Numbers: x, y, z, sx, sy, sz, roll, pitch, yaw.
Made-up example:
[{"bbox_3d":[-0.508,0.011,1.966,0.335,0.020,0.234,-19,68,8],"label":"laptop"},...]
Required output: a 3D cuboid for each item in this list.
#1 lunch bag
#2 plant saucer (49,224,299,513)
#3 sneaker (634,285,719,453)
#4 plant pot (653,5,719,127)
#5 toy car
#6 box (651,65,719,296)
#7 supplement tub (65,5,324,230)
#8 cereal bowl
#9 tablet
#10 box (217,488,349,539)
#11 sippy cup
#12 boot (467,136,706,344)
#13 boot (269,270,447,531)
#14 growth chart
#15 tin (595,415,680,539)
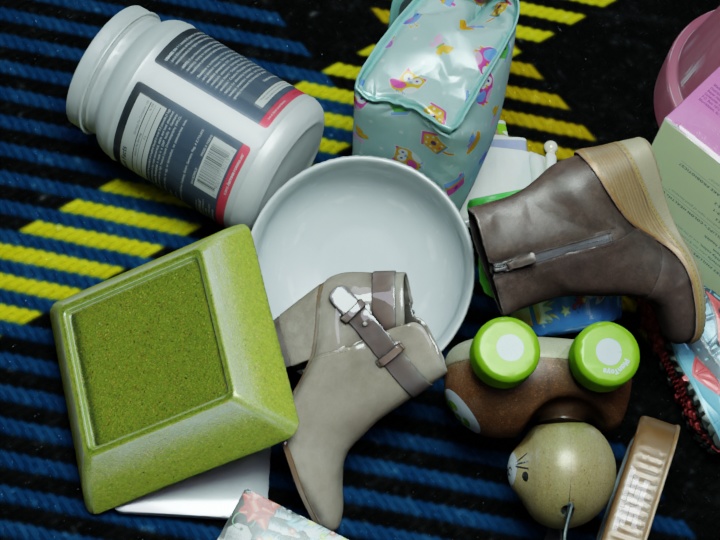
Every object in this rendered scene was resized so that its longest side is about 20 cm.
[{"bbox_3d":[0.073,-0.164,1.547,0.122,0.170,0.200,21,60,12],"label":"lunch bag"},{"bbox_3d":[-0.168,0.074,1.426,0.200,0.048,0.200,-23,64,14],"label":"plant saucer"},{"bbox_3d":[0.309,0.059,1.529,0.095,0.079,0.200,-18,75,-8],"label":"sneaker"},{"bbox_3d":[0.394,-0.192,1.617,0.200,0.179,0.200,3,62,-6],"label":"plant pot"},{"bbox_3d":[0.147,0.156,1.420,0.158,0.164,0.200,3,73,-6],"label":"toy car"},{"bbox_3d":[0.337,-0.054,1.523,0.176,0.200,0.097,41,64,15],"label":"box"},{"bbox_3d":[-0.146,-0.135,1.539,0.200,0.140,0.140,32,63,10],"label":"supplement tub"},{"bbox_3d":[0.000,0.000,1.497,0.200,0.083,0.200,0,93,3],"label":"cereal bowl"},{"bbox_3d":[-0.140,0.116,1.478,0.130,0.014,0.200,4,62,-5],"label":"tablet"},{"bbox_3d":[-0.078,0.291,1.371,0.137,0.040,0.200,25,65,7],"label":"box"},{"bbox_3d":[0.171,-0.011,1.513,0.178,0.140,0.131,-11,91,-16],"label":"sippy cup"},{"bbox_3d":[0.188,0.000,1.433,0.166,0.072,0.200,-26,110,-8],"label":"boot"},{"bbox_3d":[0.002,0.102,1.425,0.146,0.070,0.200,-19,90,7],"label":"boot"},{"bbox_3d":[0.094,-0.093,1.617,0.200,0.018,0.145,10,61,-2],"label":"growth chart"},{"bbox_3d":[0.217,0.211,1.415,0.042,0.112,0.200,21,61,5],"label":"tin"}]
